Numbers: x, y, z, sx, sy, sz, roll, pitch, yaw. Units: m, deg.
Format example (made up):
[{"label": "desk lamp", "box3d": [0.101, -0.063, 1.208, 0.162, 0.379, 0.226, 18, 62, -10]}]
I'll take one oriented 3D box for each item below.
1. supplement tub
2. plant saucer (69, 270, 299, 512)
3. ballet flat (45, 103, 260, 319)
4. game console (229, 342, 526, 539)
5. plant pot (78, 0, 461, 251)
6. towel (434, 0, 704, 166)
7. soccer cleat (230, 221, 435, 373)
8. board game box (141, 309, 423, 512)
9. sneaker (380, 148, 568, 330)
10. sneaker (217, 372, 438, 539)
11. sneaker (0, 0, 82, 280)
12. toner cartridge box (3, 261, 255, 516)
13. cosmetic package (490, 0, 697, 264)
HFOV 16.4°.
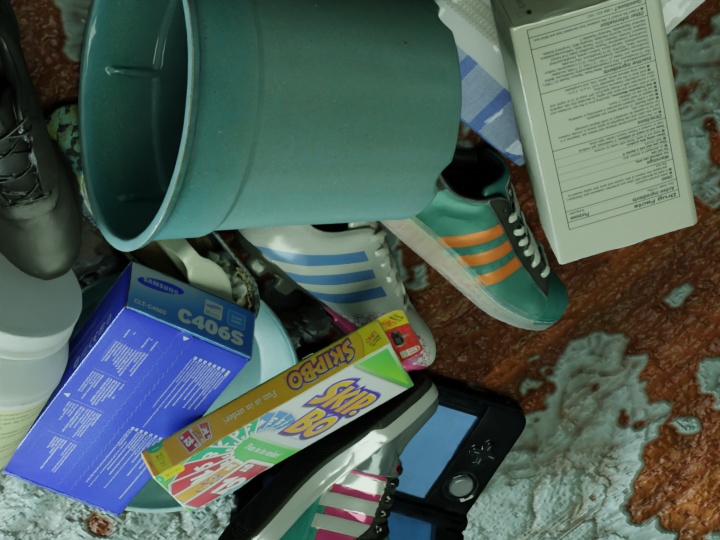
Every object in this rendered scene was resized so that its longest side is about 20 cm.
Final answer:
[{"label": "supplement tub", "box3d": [-0.283, 0.070, 1.658, 0.145, 0.145, 0.200, 19, 125, -26]}, {"label": "plant saucer", "box3d": [-0.143, 0.078, 1.764, 0.200, 0.036, 0.200, -4, 118, -7]}, {"label": "ballet flat", "box3d": [-0.133, -0.031, 1.654, 0.074, 0.074, 0.200, -37, 114, 14]}, {"label": "game console", "box3d": [0.014, 0.171, 1.837, 0.200, 0.116, 0.176, 18, 120, -26]}, {"label": "plant pot", "box3d": [-0.054, -0.110, 1.573, 0.196, 0.200, 0.200, 1, 126, -25]}, {"label": "towel", "box3d": [0.131, -0.170, 1.671, 0.200, 0.024, 0.147, -41, 124, 17]}, {"label": "soccer cleat", "box3d": [0.000, 0.000, 1.736, 0.086, 0.070, 0.200, -49, 127, 7]}, {"label": "board game box", "box3d": [-0.047, 0.096, 1.699, 0.200, 0.030, 0.096, -32, 157, -1]}, {"label": "sneaker", "box3d": [0.088, -0.032, 1.733, 0.080, 0.071, 0.200, -40, 124, 21]}, {"label": "sneaker", "box3d": [0.005, 0.177, 1.776, 0.200, 0.084, 0.121, -43, 107, -5]}, {"label": "sneaker", "box3d": [-0.228, -0.082, 1.570, 0.076, 0.091, 0.200, -21, 108, -4]}, {"label": "toner cartridge box", "box3d": [-0.159, 0.083, 1.681, 0.095, 0.043, 0.200, 23, 133, -21]}, {"label": "cosmetic package", "box3d": [0.155, -0.112, 1.660, 0.105, 0.071, 0.200, -16, 128, -3]}]
